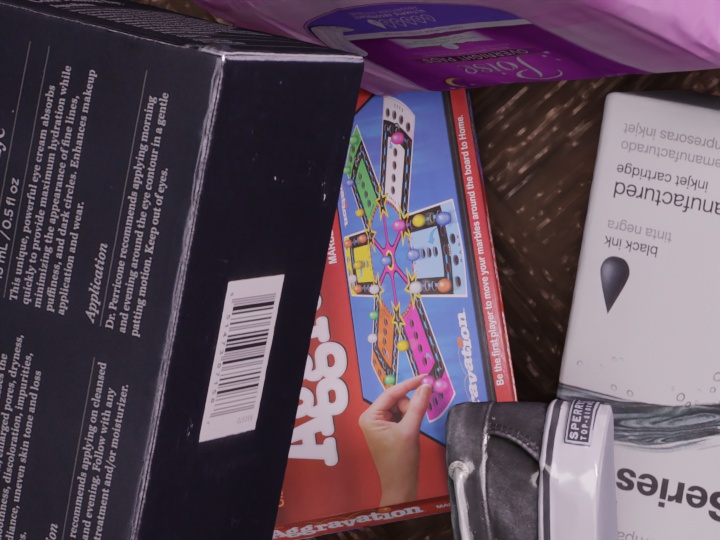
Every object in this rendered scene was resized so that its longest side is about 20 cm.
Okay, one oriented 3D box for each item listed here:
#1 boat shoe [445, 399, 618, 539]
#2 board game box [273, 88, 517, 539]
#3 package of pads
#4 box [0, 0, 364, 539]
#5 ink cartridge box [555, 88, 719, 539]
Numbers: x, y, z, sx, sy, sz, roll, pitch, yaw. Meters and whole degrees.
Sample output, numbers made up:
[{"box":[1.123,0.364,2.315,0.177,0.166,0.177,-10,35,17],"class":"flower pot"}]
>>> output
[{"box":[0.055,0.141,0.980,0.068,0.074,0.200,2,114,12],"class":"boat shoe"},{"box":[0.000,0.000,1.046,0.103,0.019,0.200,-12,63,8],"class":"board game box"},{"box":[0.044,-0.114,0.965,0.200,0.120,0.076,-1,71,49],"class":"package of pads"},{"box":[-0.116,0.003,0.945,0.182,0.104,0.200,16,100,24],"class":"box"},{"box":[0.152,0.043,1.018,0.146,0.083,0.200,12,99,23],"class":"ink cartridge box"}]
